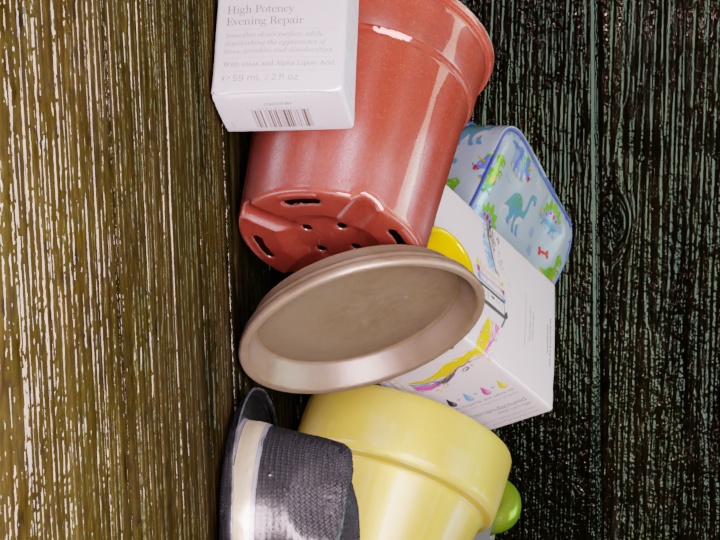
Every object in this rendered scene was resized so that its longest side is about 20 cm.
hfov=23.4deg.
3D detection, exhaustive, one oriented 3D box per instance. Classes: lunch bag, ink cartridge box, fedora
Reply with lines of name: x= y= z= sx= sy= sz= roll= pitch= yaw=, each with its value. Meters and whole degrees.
lunch bag: x=0.134 y=-0.042 z=1.735 sx=0.200 sy=0.082 sz=0.161 roll=54 pitch=55 yaw=-45
ink cartridge box: x=0.065 y=0.043 z=1.593 sx=0.200 sy=0.147 sz=0.145 roll=38 pitch=44 yaw=-38
fedora: x=-0.049 y=0.185 z=1.326 sx=0.201 sy=0.091 sz=0.202 roll=-1 pitch=90 yaw=-84

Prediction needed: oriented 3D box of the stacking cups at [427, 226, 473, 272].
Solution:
stacking cups: x=0.006 y=0.037 z=1.462 sx=0.060 sy=0.200 sz=0.061 roll=30 pitch=41 yaw=-31

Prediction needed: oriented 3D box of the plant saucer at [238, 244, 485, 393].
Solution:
plant saucer: x=-0.001 y=0.037 z=1.360 sx=0.200 sy=0.199 sz=0.030 roll=78 pitch=-4 yaw=-60

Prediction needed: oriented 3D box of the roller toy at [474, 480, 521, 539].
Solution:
roller toy: x=0.056 y=0.241 z=1.868 sx=0.200 sy=0.182 sz=0.140 roll=-36 pitch=144 yaw=-30

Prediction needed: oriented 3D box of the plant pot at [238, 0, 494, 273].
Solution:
plant pot: x=-0.006 y=-0.102 z=1.387 sx=0.201 sy=0.199 sz=0.196 roll=79 pitch=21 yaw=-59

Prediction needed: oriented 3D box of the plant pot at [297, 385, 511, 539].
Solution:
plant pot: x=0.019 y=0.230 z=1.580 sx=0.201 sy=0.199 sz=0.190 roll=77 pitch=28 yaw=-62

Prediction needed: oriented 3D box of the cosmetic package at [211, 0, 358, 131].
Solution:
cosmetic package: x=-0.053 y=-0.207 z=1.301 sx=0.074 sy=0.101 sz=0.201 roll=73 pitch=17 yaw=-69
